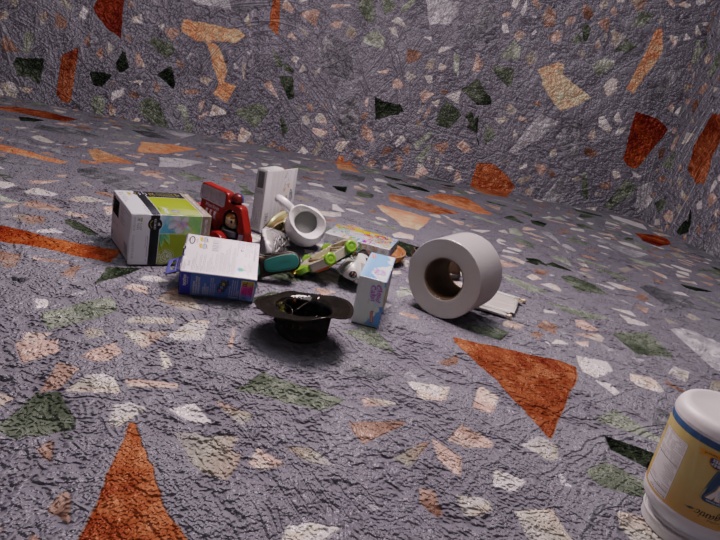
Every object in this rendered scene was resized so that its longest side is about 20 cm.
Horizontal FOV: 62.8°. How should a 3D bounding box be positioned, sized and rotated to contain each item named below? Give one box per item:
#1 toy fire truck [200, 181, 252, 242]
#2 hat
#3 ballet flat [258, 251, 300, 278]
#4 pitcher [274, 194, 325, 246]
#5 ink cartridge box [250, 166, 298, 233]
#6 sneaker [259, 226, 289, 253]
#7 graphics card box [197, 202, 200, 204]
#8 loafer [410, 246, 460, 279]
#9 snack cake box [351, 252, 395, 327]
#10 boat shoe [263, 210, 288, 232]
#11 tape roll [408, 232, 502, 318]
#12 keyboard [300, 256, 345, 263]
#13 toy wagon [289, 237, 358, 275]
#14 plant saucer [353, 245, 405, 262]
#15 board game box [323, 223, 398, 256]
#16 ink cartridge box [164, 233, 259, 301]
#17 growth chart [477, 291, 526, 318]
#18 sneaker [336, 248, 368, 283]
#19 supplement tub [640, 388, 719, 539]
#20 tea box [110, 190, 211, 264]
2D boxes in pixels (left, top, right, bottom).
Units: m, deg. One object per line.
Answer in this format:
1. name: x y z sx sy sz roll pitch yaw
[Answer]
1. toy fire truck: -0.371 -0.139 1.600 0.200 0.168 0.112 25 23 34
2. hat: -0.116 0.103 1.202 0.200 0.081 0.201 6 12 -1
3. ballet flat: -0.249 -0.012 1.467 0.200 0.068 0.068 -3 3 -14
4. pitcher: -0.179 -0.150 1.730 0.172 0.121 0.200 43 -6 -2
5. ink cartridge box: -0.273 -0.230 1.875 0.043 0.200 0.174 18 19 20
6. sneaker: -0.240 -0.083 1.662 0.082 0.075 0.200 8 18 -7
7. graphics card box: -0.525 -0.159 1.748 0.125 0.051 0.200 24 21 30
8. loafer: 0.241 -0.039 1.839 0.073 0.071 0.200 -6 26 -43
9. snack cake box: 0.033 0.041 1.410 0.067 0.115 0.200 14 19 5
10. boat shoe: -0.233 -0.145 1.869 0.063 0.073 0.201 48 21 7
11. tape roll: 0.240 0.010 1.496 0.202 0.203 0.139 23 22 30
12. keyboard: -0.118 -0.030 1.695 0.200 0.011 0.056 -2 18 -36
13. toy wagon: -0.102 -0.031 1.573 0.200 0.040 0.155 -32 14 -25
14. plant saucer: 0.040 -0.059 1.829 0.200 0.038 0.200 10 18 -3
15. board game box: 0.004 -0.088 1.779 0.200 0.034 0.134 15 20 11
16. ink cartridge box: -0.334 -0.009 1.337 0.200 0.076 0.137 9 38 -14
17. growth chart: 0.375 0.085 1.647 0.145 0.018 0.200 19 20 21
18. sneaker: 0.000 0.000 1.599 0.088 0.074 0.200 41 19 2
19. supplement tub: 0.500 0.289 0.847 0.144 0.200 0.145 10 19 -3
20. tea box: -0.505 -0.110 1.489 0.196 0.134 0.200 -2 23 -33
